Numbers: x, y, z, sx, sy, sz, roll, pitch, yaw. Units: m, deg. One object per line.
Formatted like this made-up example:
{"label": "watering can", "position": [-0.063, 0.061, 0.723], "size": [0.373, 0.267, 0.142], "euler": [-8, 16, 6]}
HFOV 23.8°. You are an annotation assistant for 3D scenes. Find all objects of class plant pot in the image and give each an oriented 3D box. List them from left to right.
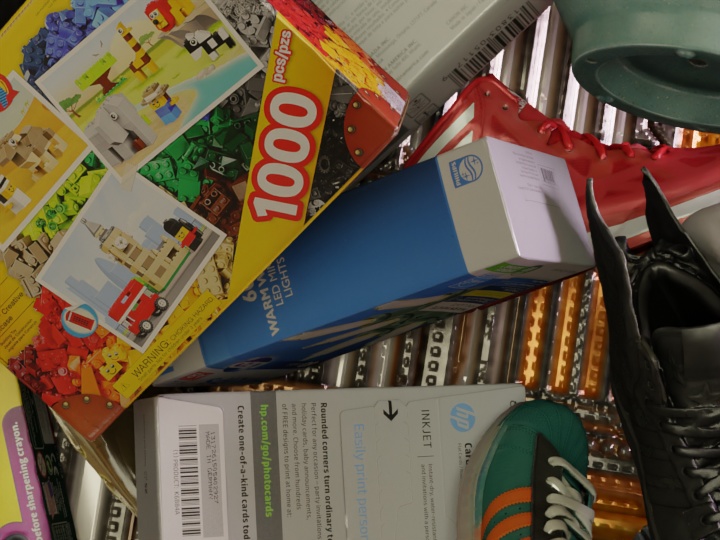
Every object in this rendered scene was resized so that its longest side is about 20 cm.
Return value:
{"label": "plant pot", "position": [0.170, -0.144, 0.811], "size": [0.199, 0.200, 0.135], "euler": [14, 80, 4]}

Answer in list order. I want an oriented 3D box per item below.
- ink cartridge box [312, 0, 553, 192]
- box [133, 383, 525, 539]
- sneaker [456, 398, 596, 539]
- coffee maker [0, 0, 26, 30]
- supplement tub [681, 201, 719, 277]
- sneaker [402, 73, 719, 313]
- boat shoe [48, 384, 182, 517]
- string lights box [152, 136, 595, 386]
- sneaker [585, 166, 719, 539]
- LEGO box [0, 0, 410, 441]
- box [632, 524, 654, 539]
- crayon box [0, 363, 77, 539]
{"label": "ink cartridge box", "position": [-0.021, -0.160, 0.901], "size": [0.162, 0.057, 0.200], "euler": [-42, 63, 11]}
{"label": "box", "position": [-0.009, 0.136, 0.836], "size": [0.199, 0.041, 0.157], "euler": [-1, 84, -24]}
{"label": "sneaker", "position": [0.086, 0.143, 0.795], "size": [0.071, 0.080, 0.201], "euler": [43, 49, -29]}
{"label": "coffee maker", "position": [-0.130, -0.128, 0.861], "size": [0.192, 0.134, 0.201], "euler": [34, 102, 46]}
{"label": "supplement tub", "position": [0.261, 0.005, 0.815], "size": [0.199, 0.132, 0.133], "euler": [-18, 83, -11]}
{"label": "sneaker", "position": [0.114, -0.061, 0.875], "size": [0.199, 0.078, 0.116], "euler": [-20, 85, 0]}
{"label": "boat shoe", "position": [-0.131, 0.060, 0.876], "size": [0.074, 0.066, 0.201], "euler": [-28, 79, -20]}
{"label": "string lights box", "position": [0.000, 0.000, 0.824], "size": [0.199, 0.103, 0.059], "euler": [-21, 78, 26]}
{"label": "sneaker", "position": [0.148, 0.058, 0.767], "size": [0.060, 0.104, 0.200], "euler": [-14, 53, -6]}
{"label": "LEGO box", "position": [-0.099, -0.051, 0.744], "size": [0.149, 0.077, 0.200], "euler": [42, 107, -8]}
{"label": "box", "position": [0.246, 0.160, 0.798], "size": [0.199, 0.051, 0.158], "euler": [-19, 59, -16]}
{"label": "crayon box", "position": [-0.234, 0.158, 0.879], "size": [0.172, 0.058, 0.201], "euler": [-14, 83, 3]}
